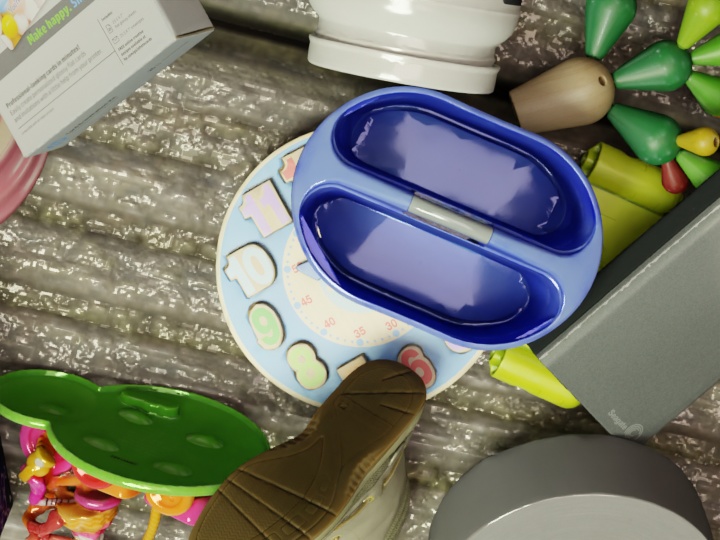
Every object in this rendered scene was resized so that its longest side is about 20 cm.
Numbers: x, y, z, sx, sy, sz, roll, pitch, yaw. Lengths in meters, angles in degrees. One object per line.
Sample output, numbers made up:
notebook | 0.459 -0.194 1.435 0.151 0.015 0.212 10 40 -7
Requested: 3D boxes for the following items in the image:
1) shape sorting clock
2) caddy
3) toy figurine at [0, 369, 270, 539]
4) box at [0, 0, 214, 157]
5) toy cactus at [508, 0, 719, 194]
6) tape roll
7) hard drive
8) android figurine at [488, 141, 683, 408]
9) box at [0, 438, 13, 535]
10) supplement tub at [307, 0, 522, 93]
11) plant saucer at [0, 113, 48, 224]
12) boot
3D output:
shape sorting clock | 0.000 0.000 1.160 0.200 0.039 0.200 1 95 8
caddy | 0.054 -0.033 1.085 0.200 0.105 0.141 22 91 -2
toy figurine | -0.174 0.184 1.169 0.200 0.150 0.184 17 110 13
box | -0.194 -0.191 1.029 0.156 0.041 0.200 -30 87 37
toy cactus | 0.180 -0.135 1.143 0.165 0.102 0.200 -18 98 4
tape roll | 0.147 0.209 1.185 0.200 0.066 0.200 -1 124 -2
hard drive | 0.219 0.021 1.139 0.200 0.033 0.140 -41 132 5
android figurine | 0.162 0.007 1.195 0.200 0.041 0.182 25 98 -7
box | -0.289 0.088 1.122 0.079 0.141 0.200 -9 102 -5
supplement tub | 0.042 -0.222 1.086 0.140 0.140 0.200 9 100 -6
plant saucer | -0.291 -0.110 1.082 0.200 0.051 0.201 6 74 -20
boot | -0.032 0.168 1.128 0.072 0.155 0.200 34 58 22
